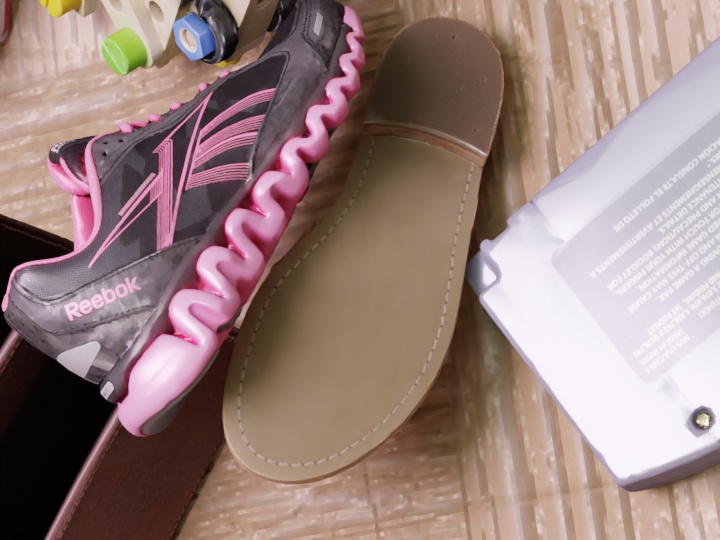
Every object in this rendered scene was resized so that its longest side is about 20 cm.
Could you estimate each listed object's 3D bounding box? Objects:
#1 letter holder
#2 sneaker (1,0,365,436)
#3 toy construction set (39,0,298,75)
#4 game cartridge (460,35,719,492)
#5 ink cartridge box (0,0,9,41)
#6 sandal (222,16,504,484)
[{"bbox_3d":[-0.149,0.087,0.873,0.100,0.142,0.200,28,91,25],"label":"letter holder"},{"bbox_3d":[-0.068,-0.039,0.833,0.095,0.079,0.200,29,61,0],"label":"sneaker"},{"bbox_3d":[-0.081,-0.152,0.875,0.092,0.200,0.131,-37,77,-15],"label":"toy construction set"},{"bbox_3d":[0.150,-0.014,0.826,0.200,0.042,0.133,-40,71,11],"label":"game cartridge"},{"bbox_3d":[-0.259,-0.179,0.958,0.199,0.083,0.146,15,119,17],"label":"ink cartridge box"},{"bbox_3d":[0.005,0.002,0.873,0.077,0.070,0.212,21,66,3],"label":"sandal"}]
